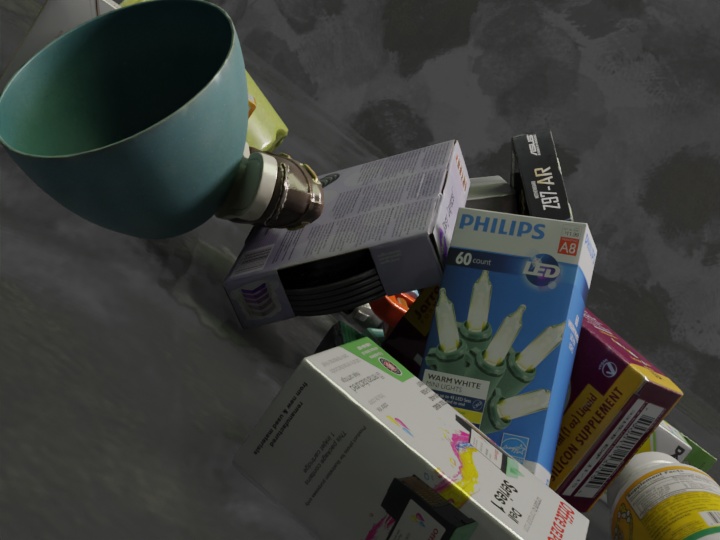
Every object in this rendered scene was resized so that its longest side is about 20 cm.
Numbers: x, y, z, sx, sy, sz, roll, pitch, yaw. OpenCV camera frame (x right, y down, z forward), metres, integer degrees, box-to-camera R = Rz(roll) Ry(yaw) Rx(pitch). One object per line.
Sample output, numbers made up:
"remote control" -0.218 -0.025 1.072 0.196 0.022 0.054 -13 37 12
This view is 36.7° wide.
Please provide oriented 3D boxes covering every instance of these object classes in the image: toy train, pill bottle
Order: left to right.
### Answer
"toy train" 0.000 0.000 1.076 0.149 0.056 0.201 30 23 -28
"pill bottle" 0.285 0.240 0.958 0.112 0.113 0.200 33 11 -12

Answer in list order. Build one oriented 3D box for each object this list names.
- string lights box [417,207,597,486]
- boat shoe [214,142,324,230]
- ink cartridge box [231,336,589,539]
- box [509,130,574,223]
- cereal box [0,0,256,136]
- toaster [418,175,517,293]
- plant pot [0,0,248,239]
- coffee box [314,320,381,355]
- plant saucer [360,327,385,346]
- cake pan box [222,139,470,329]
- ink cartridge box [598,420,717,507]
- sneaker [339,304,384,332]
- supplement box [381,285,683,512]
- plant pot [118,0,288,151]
"string lights box" 0.103 0.062 0.798 0.102 0.202 0.059 8 -15 23
"boat shoe" -0.082 -0.070 0.926 0.059 0.073 0.200 16 2 -19
"ink cartridge box" 0.039 0.140 0.675 0.199 0.084 0.145 39 11 11
"box" 0.194 -0.022 1.162 0.201 0.043 0.162 81 2 -55
"cereal box" -0.212 -0.147 0.965 0.199 0.144 0.040 32 12 -18
"toaster" 0.115 -0.004 1.210 0.117 0.183 0.200 -7 12 0
"plant pot" -0.172 -0.105 0.873 0.200 0.199 0.135 46 -17 46
"coffee box" 0.054 0.128 0.892 0.199 0.044 0.123 33 11 -14
"plant saucer" 0.099 0.084 1.083 0.198 0.019 0.070 9 13 -19
"cake pan box" -0.006 -0.034 0.920 0.200 0.182 0.053 -71 142 -60
"ink cartridge box" 0.283 0.196 1.168 0.199 0.104 0.059 35 11 -6
"sneaker" -0.011 -0.001 1.156 0.082 0.075 0.200 29 13 -40
"supplement box" 0.137 0.080 0.882 0.200 0.131 0.103 43 12 33
"plant pot" -0.178 -0.159 1.076 0.184 0.200 0.200 47 10 -4
